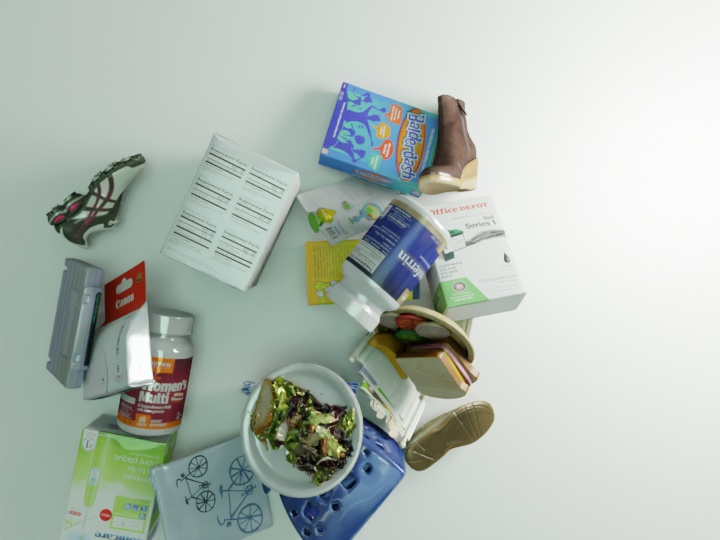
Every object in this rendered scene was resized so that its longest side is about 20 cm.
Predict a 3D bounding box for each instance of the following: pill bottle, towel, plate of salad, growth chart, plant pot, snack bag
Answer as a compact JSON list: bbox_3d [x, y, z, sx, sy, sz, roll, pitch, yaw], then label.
[{"bbox_3d":[-0.352,0.173,0.926,0.108,0.110,0.203,10,91,-5],"label":"pill bottle"},{"bbox_3d":[-0.104,0.209,0.931,0.196,0.147,0.024,2,77,-5],"label":"towel"},{"bbox_3d":[0.042,-0.009,0.845,0.115,0.116,0.201,39,88,-5],"label":"pill bottle"},{"bbox_3d":[-0.094,0.244,0.818,0.196,0.048,0.204,-2,78,7],"label":"plate of salad"},{"bbox_3d":[0.052,0.205,0.966,0.144,0.018,0.202,-38,98,-47],"label":"growth chart"},{"bbox_3d":[-0.052,0.336,0.919,0.180,0.200,0.200,42,88,2],"label":"plant pot"},{"bbox_3d":[-0.261,0.408,0.945,0.198,0.021,0.192,-13,95,-32],"label":"snack bag"}]

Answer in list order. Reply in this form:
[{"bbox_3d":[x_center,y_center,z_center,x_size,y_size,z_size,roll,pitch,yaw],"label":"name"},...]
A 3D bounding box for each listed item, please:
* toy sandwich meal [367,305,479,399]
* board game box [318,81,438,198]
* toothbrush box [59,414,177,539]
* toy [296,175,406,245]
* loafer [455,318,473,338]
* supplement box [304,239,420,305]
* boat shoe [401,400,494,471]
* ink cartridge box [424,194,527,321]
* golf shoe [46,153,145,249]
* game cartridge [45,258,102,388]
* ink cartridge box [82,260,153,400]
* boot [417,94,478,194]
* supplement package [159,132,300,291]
[{"bbox_3d":[0.103,0.141,0.904,0.203,0.205,0.071,30,57,-5],"label":"toy sandwich meal"},{"bbox_3d":[0.038,-0.237,0.966,0.197,0.045,0.154,17,74,-6],"label":"board game box"},{"bbox_3d":[-0.423,0.376,0.938,0.143,0.086,0.203,13,92,-6],"label":"toothbrush box"},{"bbox_3d":[-0.007,-0.110,0.949,0.198,0.047,0.116,-23,66,-33],"label":"toy"},{"bbox_3d":[0.165,0.113,0.988,0.067,0.076,0.204,-1,92,-11],"label":"loafer"},{"bbox_3d":[0.000,0.000,0.954,0.196,0.109,0.112,-3,91,-5],"label":"supplement box"},{"bbox_3d":[0.160,0.300,0.996,0.198,0.066,0.075,-21,92,-19],"label":"boat shoe"},{"bbox_3d":[0.187,-0.023,0.941,0.144,0.085,0.203,-10,64,-6],"label":"ink cartridge box"},{"bbox_3d":[-0.450,-0.127,0.940,0.199,0.077,0.088,-39,114,-1],"label":"golf shoe"},{"bbox_3d":[-0.490,0.087,0.910,0.038,0.128,0.203,10,91,-49],"label":"game cartridge"},{"bbox_3d":[-0.409,0.102,0.881,0.161,0.057,0.203,-20,76,38],"label":"ink cartridge box"},{"bbox_3d":[0.146,-0.223,0.936,0.072,0.199,0.169,-8,92,35],"label":"boot"},{"bbox_3d":[-0.207,-0.090,0.892,0.145,0.191,0.202,25,89,-6],"label":"supplement package"}]
